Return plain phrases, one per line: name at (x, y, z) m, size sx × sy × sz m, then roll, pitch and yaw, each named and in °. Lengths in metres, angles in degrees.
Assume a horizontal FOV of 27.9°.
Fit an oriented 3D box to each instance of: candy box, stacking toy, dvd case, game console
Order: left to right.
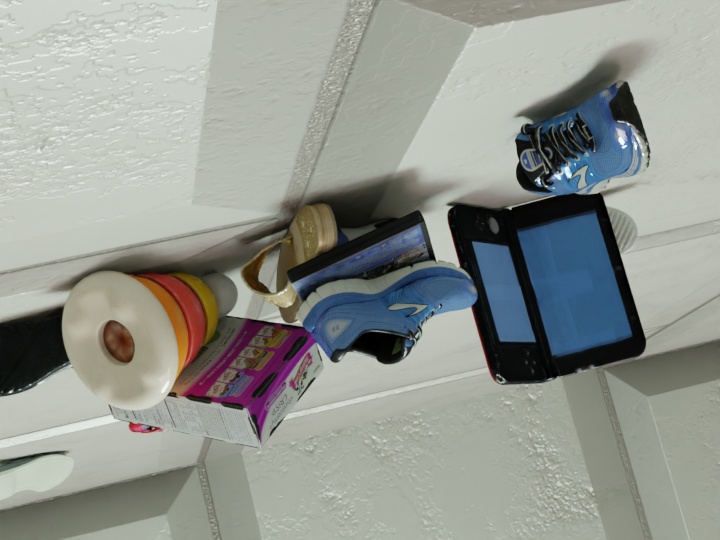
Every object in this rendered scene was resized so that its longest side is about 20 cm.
stacking toy at (-0.200, 0.048, 1.514) m, size 0.146 × 0.147 × 0.200 m, roll -23°, pitch -177°, yaw 35°
candy box at (-0.159, 0.111, 1.546) m, size 0.199 × 0.061 × 0.136 m, roll 8°, pitch -141°, yaw 31°
dvd case at (0.010, 0.011, 1.470) m, size 0.142 × 0.018 × 0.200 m, roll -25°, pitch 157°, yaw -1°
game console at (0.202, 0.012, 1.568) m, size 0.118 × 0.201 × 0.172 m, roll -22°, pitch 165°, yaw 30°

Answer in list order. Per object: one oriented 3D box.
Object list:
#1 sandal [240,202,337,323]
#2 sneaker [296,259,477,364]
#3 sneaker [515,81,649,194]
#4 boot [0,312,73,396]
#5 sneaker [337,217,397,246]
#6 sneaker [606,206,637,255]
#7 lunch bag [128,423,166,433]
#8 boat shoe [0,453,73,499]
sandal at (-0.086, -0.006, 1.458) m, size 0.069 × 0.078 × 0.212 m, roll -8°, pitch 158°, yaw -21°
sneaker at (0.036, 0.051, 1.441) m, size 0.199 × 0.089 × 0.079 m, roll -14°, pitch 155°, yaw -30°
sneaker at (0.190, -0.105, 1.282) m, size 0.089 × 0.079 × 0.200 m, roll -14°, pitch 168°, yaw -14°
boot at (-0.333, 0.100, 1.622) m, size 0.199 × 0.077 × 0.168 m, roll -21°, pitch 164°, yaw 0°
sneaker at (0.000, 0.000, 1.559) m, size 0.115 × 0.081 × 0.199 m, roll -10°, pitch 166°, yaw -11°
sneaker at (0.234, -0.034, 1.733) m, size 0.200 × 0.073 × 0.114 m, roll -7°, pitch 174°, yaw 15°
lunch bag at (-0.244, 0.175, 2.088) m, size 0.200 × 0.082 × 0.176 m, roll -25°, pitch 160°, yaw 36°
boat shoe at (-0.600, 0.355, 2.563) m, size 0.062 × 0.073 × 0.200 m, roll 30°, pitch -153°, yaw 35°
